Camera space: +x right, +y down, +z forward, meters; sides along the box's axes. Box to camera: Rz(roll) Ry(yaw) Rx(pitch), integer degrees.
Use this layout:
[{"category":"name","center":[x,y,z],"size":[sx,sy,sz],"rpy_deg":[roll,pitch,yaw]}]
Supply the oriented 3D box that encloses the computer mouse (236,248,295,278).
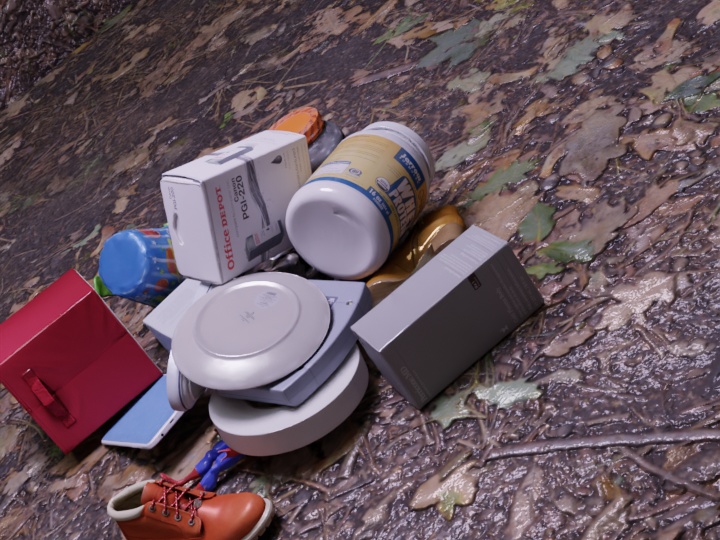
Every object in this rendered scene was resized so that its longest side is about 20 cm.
[{"category":"computer mouse","center":[-0.126,-0.053,1.812],"size":[0.200,0.110,0.044],"rpy_deg":[-29,5,-13]}]

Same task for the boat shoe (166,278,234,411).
[{"category":"boat shoe","center":[-0.177,0.091,1.499],"size":[0.086,0.075,0.202],"rpy_deg":[1,46,17]}]

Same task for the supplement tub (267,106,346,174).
[{"category":"supplement tub","center":[-0.052,-0.129,1.718],"size":[0.122,0.200,0.123],"rpy_deg":[-26,30,16]}]

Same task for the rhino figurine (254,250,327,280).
[{"category":"rhino figurine","center":[-0.088,0.002,1.628],"size":[0.087,0.060,0.200],"rpy_deg":[-35,-7,12]}]

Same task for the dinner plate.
[{"category":"dinner plate","center":[-0.136,0.065,1.444],"size":[0.200,0.024,0.200],"rpy_deg":[-8,41,7]}]

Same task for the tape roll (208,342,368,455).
[{"category":"tape roll","center":[-0.088,0.145,1.455],"size":[0.202,0.037,0.203],"rpy_deg":[-18,29,11]}]

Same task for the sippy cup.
[{"category":"sippy cup","center":[-0.313,-0.006,1.768],"size":[0.140,0.130,0.178],"rpy_deg":[41,106,27]}]

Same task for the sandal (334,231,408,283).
[{"category":"sandal","center":[-0.005,0.001,1.626],"size":[0.082,0.050,0.203],"rpy_deg":[-14,36,47]}]

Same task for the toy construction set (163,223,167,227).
[{"category":"toy construction set","center":[-0.241,-0.055,1.911],"size":[0.200,0.092,0.131],"rpy_deg":[10,27,42]}]

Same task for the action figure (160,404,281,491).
[{"category":"action figure","center":[-0.156,0.218,1.477],"size":[0.200,0.052,0.065],"rpy_deg":[-33,27,-2]}]

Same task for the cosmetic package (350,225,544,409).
[{"category":"cosmetic package","center":[0.101,0.053,1.396],"size":[0.200,0.107,0.090],"rpy_deg":[-43,31,-10]}]

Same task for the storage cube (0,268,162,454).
[{"category":"storage cube","center":[-0.425,0.126,1.733],"size":[0.180,0.171,0.200],"rpy_deg":[-40,22,-11]}]

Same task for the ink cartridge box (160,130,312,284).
[{"category":"ink cartridge box","center":[-0.154,-0.087,1.568],"size":[0.085,0.146,0.200],"rpy_deg":[11,29,41]}]

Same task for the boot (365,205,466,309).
[{"category":"boot","center":[0.060,-0.001,1.572],"size":[0.201,0.071,0.144],"rpy_deg":[-39,15,10]}]

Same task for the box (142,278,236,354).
[{"category":"box","center":[-0.194,0.083,1.657],"size":[0.124,0.098,0.200],"rpy_deg":[-45,31,-17]}]

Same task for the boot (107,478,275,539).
[{"category":"boot","center":[-0.198,0.281,1.368],"size":[0.200,0.107,0.075],"rpy_deg":[-17,32,25]}]

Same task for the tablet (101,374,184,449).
[{"category":"tablet","center":[-0.282,0.191,1.629],"size":[0.130,0.014,0.200],"rpy_deg":[-52,19,-24]}]

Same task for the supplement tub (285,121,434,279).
[{"category":"supplement tub","center":[0.005,-0.097,1.575],"size":[0.144,0.145,0.200],"rpy_deg":[-10,29,36]}]

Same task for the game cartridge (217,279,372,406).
[{"category":"game cartridge","center":[-0.073,0.087,1.460],"size":[0.133,0.041,0.200],"rpy_deg":[-1,38,40]}]
